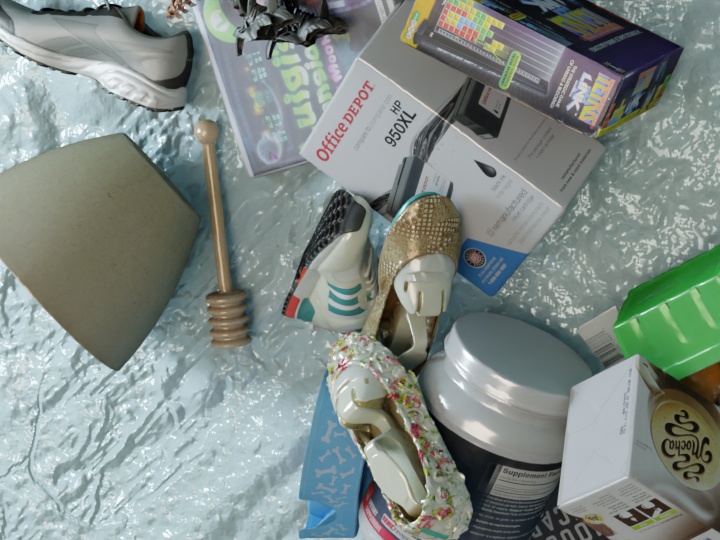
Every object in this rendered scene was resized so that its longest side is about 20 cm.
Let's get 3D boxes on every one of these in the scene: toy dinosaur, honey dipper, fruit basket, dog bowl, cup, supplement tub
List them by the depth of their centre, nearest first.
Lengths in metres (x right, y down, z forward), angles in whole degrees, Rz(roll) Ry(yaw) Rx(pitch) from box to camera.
[{"bbox_3d":[0.302,0.079,1.644,0.185,0.094,0.200,-30,112,34],"label":"fruit basket"},{"bbox_3d":[0.094,0.150,1.684,0.140,0.140,0.200,29,113,14],"label":"supplement tub"},{"bbox_3d":[-0.073,-0.250,1.692,0.200,0.102,0.136,-30,75,53],"label":"toy dinosaur"},{"bbox_3d":[-0.017,0.160,1.750,0.050,0.112,0.200,12,153,3],"label":"dog bowl"},{"bbox_3d":[-0.223,-0.035,1.785,0.143,0.200,0.200,-42,85,0],"label":"cup"},{"bbox_3d":[-0.125,-0.032,1.813,0.038,0.038,0.200,-2,102,24],"label":"honey dipper"}]

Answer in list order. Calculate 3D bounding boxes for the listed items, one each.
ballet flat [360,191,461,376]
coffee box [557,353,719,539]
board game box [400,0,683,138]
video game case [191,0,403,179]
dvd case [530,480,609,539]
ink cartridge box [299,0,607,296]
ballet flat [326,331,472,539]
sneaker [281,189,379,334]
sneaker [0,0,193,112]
[{"bbox_3d":[0.046,0.024,1.648,0.200,0.070,0.065,102,155,-49],"label":"ballet flat"},{"bbox_3d":[0.252,0.167,1.593,0.200,0.113,0.080,33,138,-26],"label":"coffee box"},{"bbox_3d":[0.141,-0.172,1.569,0.165,0.200,0.057,27,110,13],"label":"board game box"},{"bbox_3d":[-0.045,-0.194,1.741,0.182,0.023,0.200,-15,98,26],"label":"video game case"},{"bbox_3d":[0.141,0.182,1.765,0.150,0.025,0.200,-29,91,27],"label":"dvd case"},{"bbox_3d":[0.070,-0.095,1.642,0.200,0.084,0.145,37,143,1],"label":"ink cartridge box"},{"bbox_3d":[0.021,0.125,1.612,0.076,0.064,0.200,-50,57,26],"label":"ballet flat"},{"bbox_3d":[0.000,0.001,1.712,0.093,0.070,0.200,23,154,-4],"label":"sneaker"},{"bbox_3d":[-0.233,-0.203,1.799,0.200,0.074,0.079,21,102,10],"label":"sneaker"}]
